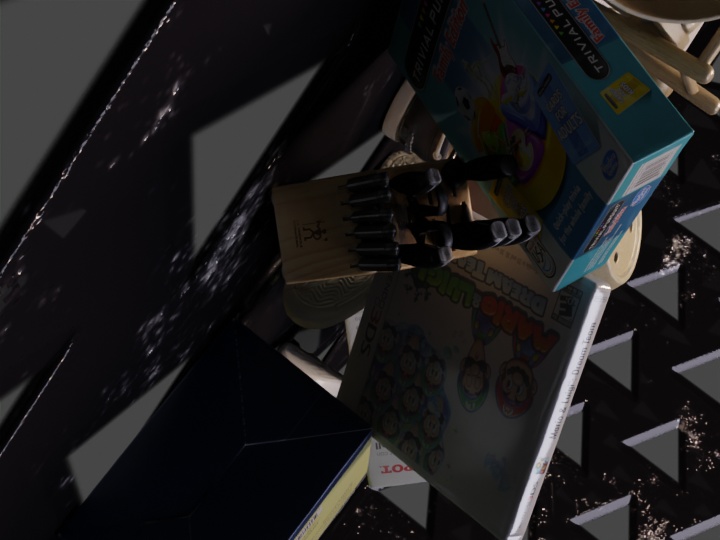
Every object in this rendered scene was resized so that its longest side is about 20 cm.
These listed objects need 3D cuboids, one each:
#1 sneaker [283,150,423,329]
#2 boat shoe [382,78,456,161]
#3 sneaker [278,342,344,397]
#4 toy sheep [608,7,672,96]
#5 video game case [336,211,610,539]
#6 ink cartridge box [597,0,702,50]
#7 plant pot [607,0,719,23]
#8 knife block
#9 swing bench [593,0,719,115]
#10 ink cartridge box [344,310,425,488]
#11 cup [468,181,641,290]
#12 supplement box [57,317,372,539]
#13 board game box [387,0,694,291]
[{"bbox_3d":[0.001,0.001,1.023,0.201,0.076,0.112,-55,164,-39],"label":"sneaker"},{"bbox_3d":[0.086,-0.165,0.916,0.202,0.060,0.074,-59,168,25],"label":"boat shoe"},{"bbox_3d":[-0.065,0.137,1.171,0.119,0.073,0.200,-57,172,-4],"label":"sneaker"},{"bbox_3d":[0.197,-0.174,1.157,0.137,0.197,0.141,-3,94,-58],"label":"toy sheep"},{"bbox_3d":[0.069,0.057,0.872,0.023,0.199,0.185,5,108,-41],"label":"video game case"},{"bbox_3d":[0.254,-0.241,1.250,0.173,0.045,0.201,-8,147,-25],"label":"ink cartridge box"},{"bbox_3d":[0.220,-0.292,0.855,0.136,0.197,0.202,-99,-148,-50],"label":"plant pot"},{"bbox_3d":[0.039,-0.037,0.816,0.200,0.173,0.065,-21,104,-72],"label":"knife block"},{"bbox_3d":[0.251,-0.268,0.990,0.200,0.199,0.130,-55,161,6],"label":"swing bench"},{"bbox_3d":[0.065,0.090,1.153,0.084,0.143,0.203,-92,174,-63],"label":"ink cartridge box"},{"bbox_3d":[0.193,-0.043,1.230,0.199,0.141,0.204,-12,105,-57],"label":"cup"},{"bbox_3d":[-0.101,0.177,0.964,0.201,0.134,0.200,-51,169,-15],"label":"supplement box"},{"bbox_3d":[0.096,-0.109,0.748,0.046,0.201,0.152,-25,160,-21],"label":"board game box"}]
